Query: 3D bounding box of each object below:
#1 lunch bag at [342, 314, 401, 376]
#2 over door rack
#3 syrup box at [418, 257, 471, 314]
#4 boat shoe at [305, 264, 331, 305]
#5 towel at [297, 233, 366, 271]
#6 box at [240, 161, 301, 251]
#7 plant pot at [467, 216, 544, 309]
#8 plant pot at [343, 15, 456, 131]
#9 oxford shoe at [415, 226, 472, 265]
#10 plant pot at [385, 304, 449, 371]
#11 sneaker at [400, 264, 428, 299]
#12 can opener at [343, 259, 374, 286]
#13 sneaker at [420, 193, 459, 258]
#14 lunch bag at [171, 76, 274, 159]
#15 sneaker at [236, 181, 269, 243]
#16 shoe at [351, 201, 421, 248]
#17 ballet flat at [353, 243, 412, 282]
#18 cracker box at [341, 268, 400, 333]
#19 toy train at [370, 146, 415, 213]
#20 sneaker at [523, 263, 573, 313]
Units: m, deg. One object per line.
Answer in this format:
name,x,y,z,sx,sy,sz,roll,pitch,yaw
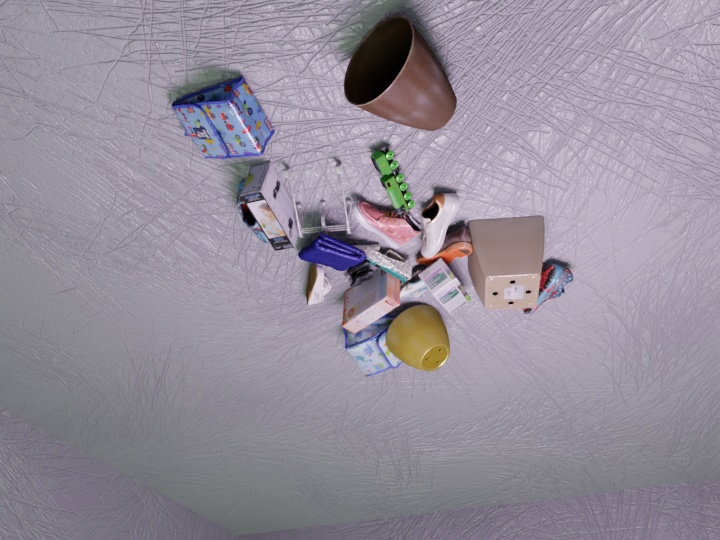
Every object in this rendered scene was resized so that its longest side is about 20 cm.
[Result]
lunch bag,0.066,0.240,1.824,0.199,0.128,0.170,-22,130,9
over door rack,-0.103,-0.183,1.422,0.147,0.067,0.201,-4,125,8
syrup box,0.240,0.048,1.560,0.079,0.082,0.200,-37,151,6
boat shoe,-0.121,0.040,1.657,0.069,0.071,0.200,-2,154,-13
towel,-0.079,-0.048,1.513,0.147,0.050,0.200,16,168,-17
box,-0.224,-0.161,1.414,0.060,0.117,0.200,-8,137,17
plant pot,0.392,-0.006,1.479,0.199,0.178,0.200,-3,137,9
plant pot,0.101,-0.374,1.128,0.199,0.188,0.187,23,136,-39
oxford shoe,0.228,-0.062,1.523,0.071,0.073,0.200,16,157,-35
plant pot,0.196,0.229,1.717,0.199,0.142,0.201,-13,126,-19
sneaker,0.142,0.061,1.650,0.199,0.078,0.086,-27,132,30
can opener,0.000,0.000,1.562,0.078,0.064,0.200,-30,175,-13
sneaker,0.182,-0.119,1.446,0.084,0.073,0.201,2,129,-23
lunch bag,-0.325,-0.337,1.269,0.199,0.094,0.151,-3,139,26
sneaker,-0.282,-0.133,1.462,0.079,0.096,0.200,-8,136,14
shoe,0.072,-0.135,1.451,0.091,0.072,0.200,-30,132,30
ballet flat,0.058,-0.035,1.560,0.199,0.072,0.072,26,134,-9
cracker box,0.032,0.082,1.639,0.058,0.134,0.200,32,132,-27
toy train,0.081,-0.217,1.366,0.056,0.042,0.200,-37,132,-8
sneaker,0.543,0.066,1.607,0.095,0.080,0.200,10,140,-13
